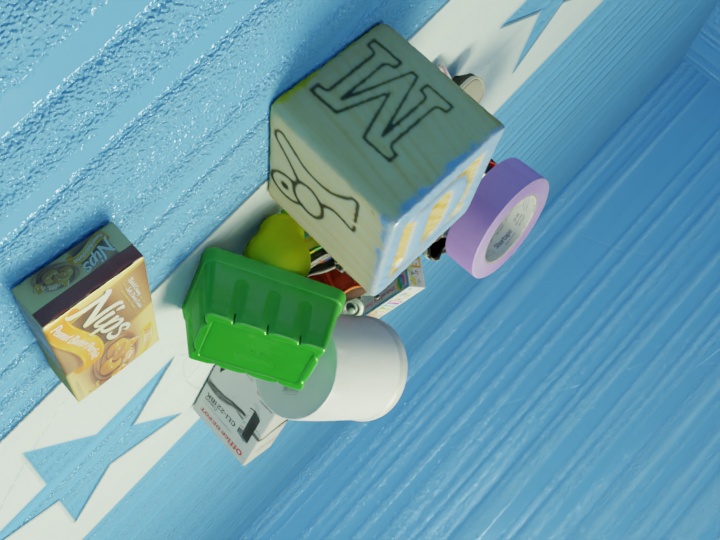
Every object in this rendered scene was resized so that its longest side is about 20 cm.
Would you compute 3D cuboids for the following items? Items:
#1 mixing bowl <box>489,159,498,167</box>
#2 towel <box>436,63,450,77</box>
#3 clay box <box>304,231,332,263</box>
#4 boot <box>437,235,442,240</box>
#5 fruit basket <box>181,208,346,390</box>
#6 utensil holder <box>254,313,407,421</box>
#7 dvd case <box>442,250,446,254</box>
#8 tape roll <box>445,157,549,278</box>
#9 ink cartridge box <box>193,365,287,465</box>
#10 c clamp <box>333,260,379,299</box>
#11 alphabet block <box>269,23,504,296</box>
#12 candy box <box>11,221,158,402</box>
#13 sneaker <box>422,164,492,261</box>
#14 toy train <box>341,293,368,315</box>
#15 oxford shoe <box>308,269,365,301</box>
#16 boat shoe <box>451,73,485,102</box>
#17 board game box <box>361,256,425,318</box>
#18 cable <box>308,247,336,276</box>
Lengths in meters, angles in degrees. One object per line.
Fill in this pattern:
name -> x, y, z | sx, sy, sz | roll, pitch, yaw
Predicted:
mixing bowl -> 0.164, -0.158, 1.394 | 0.195, 0.110, 0.202 | -10, 140, -8
towel -> 0.090, -0.189, 1.154 | 0.200, 0.030, 0.147 | -45, 128, -10
clay box -> -0.067, -0.025, 1.183 | 0.113, 0.048, 0.201 | -20, 159, -15
boot -> 0.058, -0.086, 1.260 | 0.098, 0.197, 0.076 | -58, 133, -41
fruit basket -> -0.125, 0.029, 1.024 | 0.214, 0.215, 0.157 | -31, 160, -48
utensil holder -> -0.045, 0.146, 1.186 | 0.171, 0.170, 0.199 | -51, 150, 15
dvd case -> 0.122, -0.068, 1.518 | 0.199, 0.146, 0.016 | -15, 123, -65
tape roll -> 0.232, -0.087, 1.300 | 0.199, 0.065, 0.202 | -40, 154, -23
ink cartridge box -> -0.189, 0.214, 1.330 | 0.083, 0.144, 0.201 | -27, 155, -52
c clamp -> 0.009, -0.090, 1.092 | 0.202, 0.169, 0.027 | -57, -169, 3
alphabet block -> 0.022, -0.130, 0.927 | 0.196, 0.200, 0.196 | -40, 165, -25
candy box -> -0.277, 0.050, 0.800 | 0.115, 0.055, 0.201 | -41, 164, -26
sneaker -> 0.166, -0.097, 1.319 | 0.073, 0.081, 0.201 | 16, 128, -30
toy train -> -0.045, 0.036, 1.357 | 0.202, 0.112, 0.086 | -57, -164, 24
oxford shoe -> 0.000, 0.000, 1.168 | 0.198, 0.073, 0.072 | -26, 165, 27
boat shoe -> 0.111, -0.238, 1.203 | 0.199, 0.057, 0.067 | -41, 126, -13
board game box -> 0.043, 0.001, 1.387 | 0.034, 0.137, 0.200 | 5, 157, -28
cable -> -0.118, 0.007, 1.119 | 0.199, 0.051, 0.097 | -37, 141, 4
